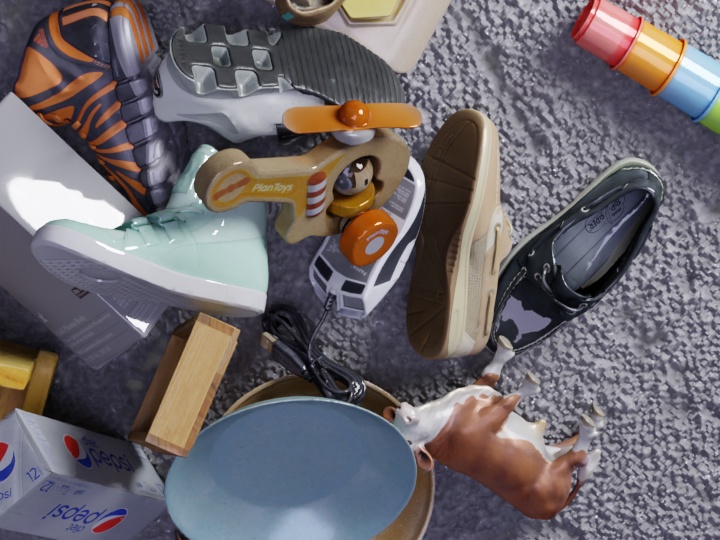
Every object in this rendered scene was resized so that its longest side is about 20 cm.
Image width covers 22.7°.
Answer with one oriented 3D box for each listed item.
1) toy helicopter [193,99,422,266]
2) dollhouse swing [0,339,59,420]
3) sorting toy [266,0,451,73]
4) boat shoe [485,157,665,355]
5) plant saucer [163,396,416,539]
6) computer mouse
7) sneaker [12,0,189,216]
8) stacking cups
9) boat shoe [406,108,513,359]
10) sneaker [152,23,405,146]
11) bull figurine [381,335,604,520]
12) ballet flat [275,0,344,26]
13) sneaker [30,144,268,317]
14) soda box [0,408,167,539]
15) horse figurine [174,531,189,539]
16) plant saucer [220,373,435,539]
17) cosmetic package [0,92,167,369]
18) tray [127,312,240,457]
[{"bbox_3d":[-0.037,-0.074,1.320,0.079,0.199,0.133,50,124,29],"label":"toy helicopter"},{"bbox_3d":[-0.351,0.110,1.392,0.199,0.176,0.183,17,104,-8],"label":"dollhouse swing"},{"bbox_3d":[-0.004,-0.273,1.368,0.199,0.037,0.186,27,103,-10],"label":"sorting toy"},{"bbox_3d":[0.171,-0.002,1.436,0.199,0.066,0.075,-43,104,10],"label":"boat shoe"},{"bbox_3d":[-0.056,0.157,1.418,0.199,0.039,0.202,-5,133,-5],"label":"plant saucer"},{"bbox_3d":[0.000,0.000,1.431,0.109,0.044,0.201,34,100,32],"label":"computer mouse"},{"bbox_3d":[-0.202,-0.111,1.395,0.111,0.078,0.201,-7,111,14],"label":"sneaker"},{"bbox_3d":[0.257,-0.148,1.410,0.199,0.061,0.061,29,103,-5],"label":"stacking cups"},{"bbox_3d":[0.084,-0.029,1.432,0.064,0.071,0.202,-1,108,-37],"label":"boat shoe"},{"bbox_3d":[-0.065,-0.135,1.370,0.199,0.075,0.089,6,147,-25],"label":"sneaker"},{"bbox_3d":[0.111,0.131,1.457,0.200,0.065,0.121,34,108,-32],"label":"bull figurine"},{"bbox_3d":[0.002,-0.263,1.318,0.068,0.072,0.200,37,102,-8],"label":"ballet flat"},{"bbox_3d":[-0.153,-0.040,1.328,0.200,0.073,0.119,15,73,-40],"label":"sneaker"},{"bbox_3d":[-0.228,0.166,1.403,0.068,0.200,0.064,-40,66,9],"label":"soda box"},{"bbox_3d":[-0.108,0.328,1.529,0.131,0.050,0.202,7,103,-12],"label":"horse figurine"},{"bbox_3d":[-0.038,0.176,1.490,0.198,0.035,0.202,-1,103,-6],"label":"plant saucer"},{"bbox_3d":[-0.237,-0.029,1.382,0.200,0.107,0.090,41,57,-13],"label":"cosmetic package"},{"bbox_3d":[-0.136,0.090,1.369,0.037,0.200,0.099,24,81,-7],"label":"tray"}]
